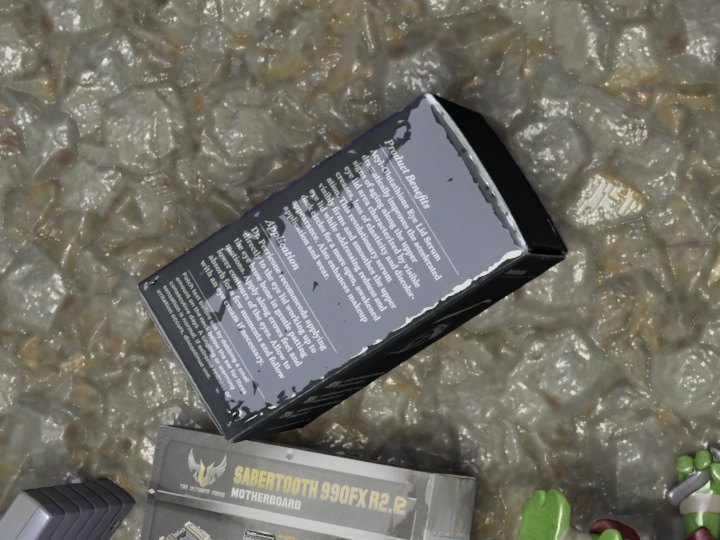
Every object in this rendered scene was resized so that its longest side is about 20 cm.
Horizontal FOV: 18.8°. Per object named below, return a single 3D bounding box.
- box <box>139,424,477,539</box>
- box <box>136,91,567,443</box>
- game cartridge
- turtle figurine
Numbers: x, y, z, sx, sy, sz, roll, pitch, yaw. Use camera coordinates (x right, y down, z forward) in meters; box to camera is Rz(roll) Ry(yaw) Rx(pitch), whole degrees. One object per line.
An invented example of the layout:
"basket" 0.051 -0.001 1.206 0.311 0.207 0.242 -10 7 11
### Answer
"box" -0.039 0.179 1.232 0.200 0.048 0.159 6 85 34
"box" 0.000 0.000 1.213 0.200 0.148 0.104 -33 82 10
"game cartridge" -0.218 0.212 1.273 0.038 0.130 0.200 37 98 10
"turtle figurine" 0.196 0.136 1.156 0.200 0.194 0.144 -53 42 35
